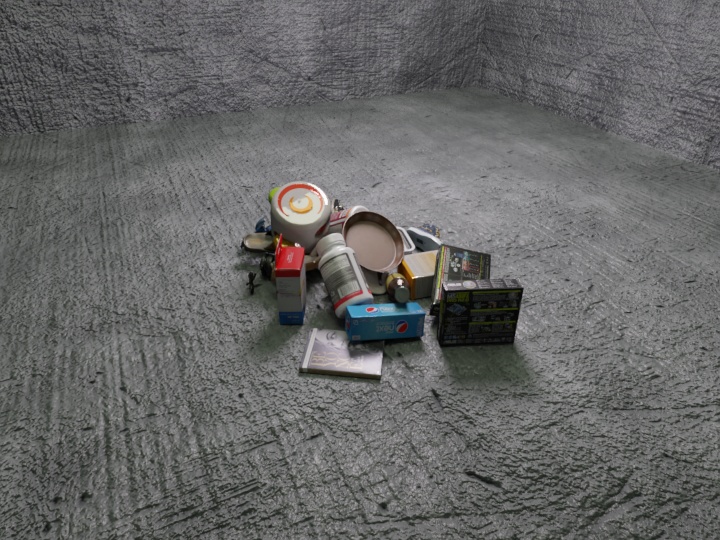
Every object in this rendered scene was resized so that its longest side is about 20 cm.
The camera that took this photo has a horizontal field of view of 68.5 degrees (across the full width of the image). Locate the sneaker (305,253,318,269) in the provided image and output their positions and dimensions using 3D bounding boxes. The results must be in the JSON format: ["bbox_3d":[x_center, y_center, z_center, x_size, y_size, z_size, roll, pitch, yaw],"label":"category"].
[{"bbox_3d":[-0.144,-0.072,1.625,0.076,0.094,0.199,18,16,-42],"label":"sneaker"}]

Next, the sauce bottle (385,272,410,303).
[{"bbox_3d":[0.101,0.049,1.410,0.062,0.068,0.200,1,7,0],"label":"sauce bottle"}]

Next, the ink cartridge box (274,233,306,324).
[{"bbox_3d":[-0.180,0.022,1.377,0.064,0.207,0.118,1,30,0],"label":"ink cartridge box"}]

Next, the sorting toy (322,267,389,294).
[{"bbox_3d":[0.000,0.000,1.550,0.174,0.109,0.202,22,31,-3],"label":"sorting toy"}]

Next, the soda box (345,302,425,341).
[{"bbox_3d":[0.061,0.127,1.322,0.191,0.067,0.068,-1,21,-15],"label":"soda box"}]

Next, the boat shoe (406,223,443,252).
[{"bbox_3d":[0.237,-0.102,1.720,0.088,0.073,0.199,-21,35,-25],"label":"boat shoe"}]

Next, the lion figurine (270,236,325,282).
[{"bbox_3d":[-0.159,-0.023,1.497,0.195,0.124,0.073,-9,52,-40],"label":"lion figurine"}]

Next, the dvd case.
[{"bbox_3d":[-0.041,0.197,1.276,0.191,0.017,0.150,4,32,5],"label":"dvd case"}]

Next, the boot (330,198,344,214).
[{"bbox_3d":[-0.035,-0.182,1.851,0.147,0.076,0.207,2,35,-4],"label":"boot"}]

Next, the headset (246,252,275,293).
[{"bbox_3d":[-0.252,0.005,1.556,0.120,0.098,0.197,15,17,34],"label":"headset"}]

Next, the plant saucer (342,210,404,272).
[{"bbox_3d":[0.034,-0.079,1.527,0.193,0.035,0.207,12,57,-19],"label":"plant saucer"}]

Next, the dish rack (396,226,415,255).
[{"bbox_3d":[0.068,-0.081,1.712,0.191,0.045,0.173,-6,31,-11],"label":"dish rack"}]

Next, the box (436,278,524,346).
[{"bbox_3d":[0.290,0.104,1.295,0.191,0.166,0.045,-2,28,-4],"label":"box"}]

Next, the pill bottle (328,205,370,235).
[{"bbox_3d":[-0.055,-0.128,1.656,0.108,0.113,0.196,-29,12,-40],"label":"pill bottle"}]

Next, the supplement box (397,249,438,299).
[{"bbox_3d":[0.215,0.006,1.539,0.192,0.076,0.127,-9,33,-13],"label":"supplement box"}]

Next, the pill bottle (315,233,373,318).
[{"bbox_3d":[-0.048,0.011,1.399,0.107,0.111,0.206,-14,70,-25],"label":"pill bottle"}]

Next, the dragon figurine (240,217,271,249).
[{"bbox_3d":[-0.305,-0.126,1.680,0.098,0.201,0.060,32,27,-19],"label":"dragon figurine"}]

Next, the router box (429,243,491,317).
[{"bbox_3d":[0.268,0.037,1.415,0.144,0.063,0.206,13,55,1],"label":"router box"}]

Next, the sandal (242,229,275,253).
[{"bbox_3d":[-0.267,-0.097,1.615,0.191,0.055,0.085,2,58,1],"label":"sandal"}]

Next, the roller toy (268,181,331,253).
[{"bbox_3d":[-0.176,-0.149,1.558,0.175,0.142,0.206,-6,55,-13],"label":"roller toy"}]
